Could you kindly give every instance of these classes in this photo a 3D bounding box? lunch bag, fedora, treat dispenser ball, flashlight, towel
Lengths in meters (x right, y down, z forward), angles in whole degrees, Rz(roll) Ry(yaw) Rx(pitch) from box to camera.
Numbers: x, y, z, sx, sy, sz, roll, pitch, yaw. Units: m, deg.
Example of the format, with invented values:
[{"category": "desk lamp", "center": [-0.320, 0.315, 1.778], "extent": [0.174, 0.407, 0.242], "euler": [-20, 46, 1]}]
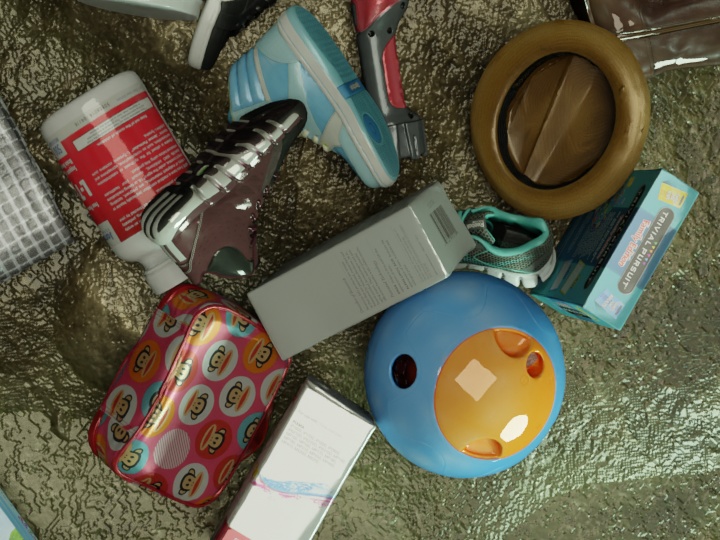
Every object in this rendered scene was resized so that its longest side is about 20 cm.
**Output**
[{"category": "lunch bag", "center": [-0.156, 0.129, 1.557], "extent": [0.176, 0.082, 0.201], "euler": [32, 87, -43]}, {"category": "fedora", "center": [0.209, -0.153, 1.601], "extent": [0.198, 0.082, 0.204], "euler": [3, 96, 25]}, {"category": "treat dispenser ball", "center": [0.103, 0.102, 1.553], "extent": [0.198, 0.201, 0.204], "euler": [0, 93, -8]}, {"category": "flashlight", "center": [0.031, -0.212, 1.600], "extent": [0.067, 0.068, 0.203], "euler": [-5, 99, 36]}, {"category": "towel", "center": [-0.393, -0.077, 1.531], "extent": [0.164, 0.086, 0.202], "euler": [-30, 96, -7]}]

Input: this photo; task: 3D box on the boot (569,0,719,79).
[{"category": "boot", "center": [0.319, -0.291, 1.635], "extent": [0.197, 0.064, 0.189], "euler": [-14, 108, -4]}]

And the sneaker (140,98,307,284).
[{"category": "sneaker", "center": [-0.110, -0.066, 1.506], "extent": [0.200, 0.075, 0.116], "euler": [-42, 120, -16]}]

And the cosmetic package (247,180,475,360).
[{"category": "cosmetic package", "center": [0.000, 0.000, 1.539], "extent": [0.199, 0.113, 0.082], "euler": [-29, 95, 25]}]

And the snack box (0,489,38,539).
[{"category": "snack box", "center": [-0.433, 0.285, 1.551], "extent": [0.199, 0.068, 0.170], "euler": [-35, 97, -6]}]

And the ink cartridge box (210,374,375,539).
[{"category": "ink cartridge box", "center": [-0.069, 0.213, 1.558], "extent": [0.085, 0.148, 0.201], "euler": [32, 89, -1]}]

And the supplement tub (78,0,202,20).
[{"category": "supplement tub", "center": [-0.202, -0.352, 1.518], "extent": [0.138, 0.140, 0.203], "euler": [8, 92, -9]}]

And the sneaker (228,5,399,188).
[{"category": "sneaker", "center": [-0.055, -0.146, 1.566], "extent": [0.130, 0.079, 0.201], "euler": [-34, 84, 20]}]

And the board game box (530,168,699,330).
[{"category": "board game box", "center": [0.249, -0.024, 1.569], "extent": [0.047, 0.200, 0.152], "euler": [30, 89, -9]}]

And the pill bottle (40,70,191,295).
[{"category": "pill bottle", "center": [-0.217, -0.084, 1.542], "extent": [0.112, 0.112, 0.201], "euler": [-32, 96, -6]}]

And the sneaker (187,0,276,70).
[{"category": "sneaker", "center": [-0.088, -0.277, 1.571], "extent": [0.111, 0.073, 0.202], "euler": [24, 88, -7]}]

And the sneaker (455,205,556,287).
[{"category": "sneaker", "center": [0.105, -0.039, 1.592], "extent": [0.197, 0.091, 0.079], "euler": [5, 68, -2]}]
